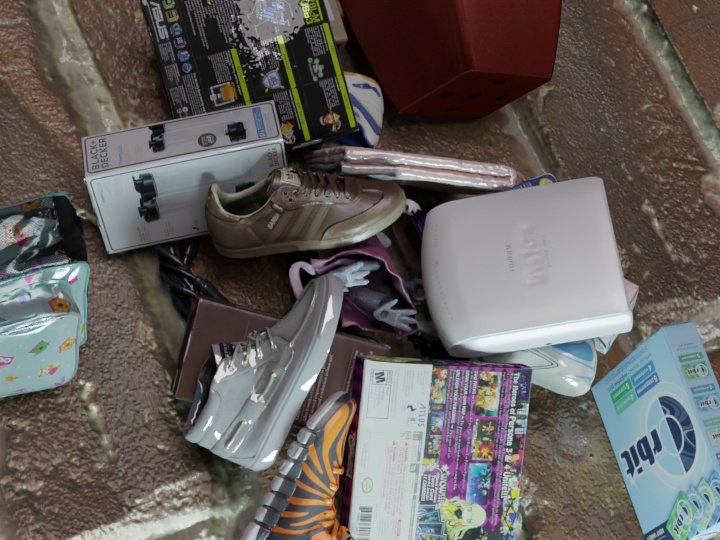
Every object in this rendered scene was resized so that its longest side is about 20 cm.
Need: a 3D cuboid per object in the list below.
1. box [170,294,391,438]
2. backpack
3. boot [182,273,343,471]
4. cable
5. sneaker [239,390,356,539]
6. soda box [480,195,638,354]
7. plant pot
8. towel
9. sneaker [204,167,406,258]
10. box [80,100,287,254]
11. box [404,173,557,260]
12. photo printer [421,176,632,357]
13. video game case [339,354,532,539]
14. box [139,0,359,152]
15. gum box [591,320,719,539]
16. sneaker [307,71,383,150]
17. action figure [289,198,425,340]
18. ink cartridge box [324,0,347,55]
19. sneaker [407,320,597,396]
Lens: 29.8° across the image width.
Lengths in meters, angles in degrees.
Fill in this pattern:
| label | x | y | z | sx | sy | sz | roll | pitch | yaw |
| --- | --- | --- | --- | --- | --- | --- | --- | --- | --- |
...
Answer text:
| label | x | y | z | sx | sy | sz | roll | pitch | yaw |
| --- | --- | --- | --- | --- | --- | --- | --- | --- | --- |
| box | -0.080 | 0.097 | 1.343 | 0.198 | 0.075 | 0.101 | 15 | 90 | -14 |
| backpack | -0.350 | 0.033 | 1.240 | 0.198 | 0.176 | 0.155 | -5 | 62 | -17 |
| boot | -0.093 | 0.084 | 1.265 | 0.095 | 0.074 | 0.202 | 24 | 90 | -19 |
| cable | -0.125 | -0.003 | 1.410 | 0.162 | 0.051 | 0.201 | -17 | 71 | -26 |
| sneaker | -0.030 | 0.221 | 1.276 | 0.111 | 0.078 | 0.201 | 29 | 94 | 9 |
| soda box | 0.193 | 0.004 | 1.438 | 0.199 | 0.069 | 0.064 | 32 | 73 | 18 |
| plant pot | 0.113 | -0.280 | 1.543 | 0.199 | 0.199 | 0.178 | -1 | 75 | -38 |
| towel | 0.048 | -0.105 | 1.449 | 0.189 | 0.200 | 0.033 | 6 | 92 | -14 |
| sneaker | -0.056 | -0.065 | 1.326 | 0.198 | 0.076 | 0.071 | -13 | 38 | 3 |
| box | -0.173 | -0.094 | 1.364 | 0.198 | 0.117 | 0.060 | -13 | 50 | -4 |
| box | 0.162 | -0.030 | 1.536 | 0.199 | 0.032 | 0.122 | -19 | 72 | -25 |
| photo printer | 0.161 | -0.002 | 1.367 | 0.198 | 0.070 | 0.168 | -9 | 67 | 4 |
| video game case | 0.074 | 0.187 | 1.335 | 0.179 | 0.036 | 0.202 | 4 | 95 | -17 |
| box | -0.118 | -0.219 | 1.453 | 0.191 | 0.048 | 0.202 | -17 | 95 | -8 |
| gum box | 0.324 | 0.180 | 1.406 | 0.044 | 0.170 | 0.202 | -8 | 67 | -22 |
| sneaker | -0.066 | -0.182 | 1.509 | 0.198 | 0.075 | 0.089 | 7 | 62 | -16 |
| action figure | 0.000 | 0.000 | 1.414 | 0.147 | 0.135 | 0.200 | -12 | 26 | -2 |
| ink cartridge box | -0.122 | -0.324 | 1.562 | 0.163 | 0.075 | 0.202 | -9 | 68 | -24 |
| sneaker | 0.148 | 0.079 | 1.411 | 0.198 | 0.072 | 0.073 | 12 | 65 | 8 |
